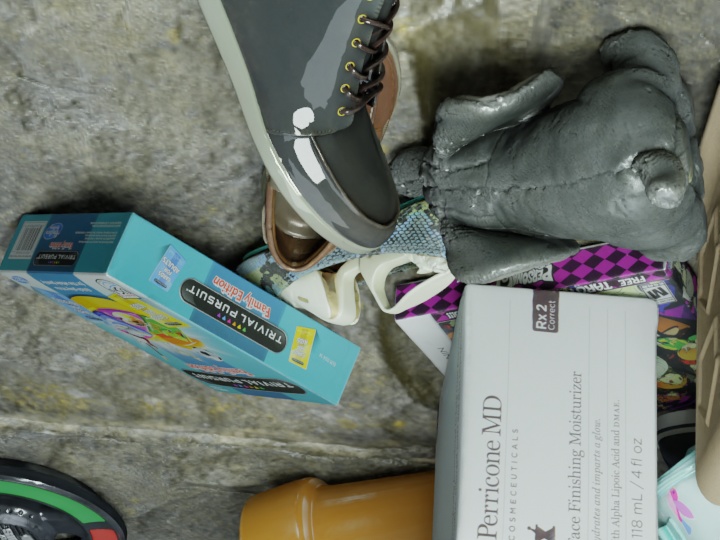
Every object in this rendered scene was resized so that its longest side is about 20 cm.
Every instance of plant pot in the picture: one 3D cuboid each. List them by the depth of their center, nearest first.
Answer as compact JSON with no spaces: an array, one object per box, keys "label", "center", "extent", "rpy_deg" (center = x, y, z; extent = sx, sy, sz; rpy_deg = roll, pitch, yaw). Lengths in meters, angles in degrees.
[{"label":"plant pot","center":[0.027,0.244,1.576],"extent":[0.183,0.201,0.200],"rpy_deg":[-22,140,12]}]

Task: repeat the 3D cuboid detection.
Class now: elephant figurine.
[{"label":"elephant figurine","center":[0.093,-0.052,1.138],"extent":[0.199,0.142,0.155],"rpy_deg":[-8,150,15]}]

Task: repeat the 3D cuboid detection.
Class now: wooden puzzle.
[{"label":"wooden puzzle","center":[0.225,0.016,1.150],"extent":[0.046,0.201,0.185],"rpy_deg":[0,155,1]}]

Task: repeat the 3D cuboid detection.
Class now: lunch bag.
[{"label":"lunch bag","center":[0.260,0.144,1.310],"extent":[0.160,0.077,0.200],"rpy_deg":[-25,162,-7]}]

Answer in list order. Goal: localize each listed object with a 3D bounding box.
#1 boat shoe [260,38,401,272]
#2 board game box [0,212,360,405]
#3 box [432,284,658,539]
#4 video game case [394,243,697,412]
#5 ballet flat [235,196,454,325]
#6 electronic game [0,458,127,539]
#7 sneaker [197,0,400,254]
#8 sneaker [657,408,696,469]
[{"label":"boat shoe","center":[-0.020,-0.071,1.191],"extent":[0.076,0.072,0.200],"rpy_deg":[8,144,-3]},{"label":"board game box","center":[-0.123,0.027,1.335],"extent":[0.200,0.047,0.151],"rpy_deg":[32,163,-32]},{"label":"box","center":[0.118,0.145,1.311],"extent":[0.130,0.199,0.200],"rpy_deg":[5,149,-1]},{"label":"video game case","center":[0.151,0.049,1.378],"extent":[0.200,0.036,0.181],"rpy_deg":[-11,144,25]},{"label":"ballet flat","center":[0.000,0.000,1.293],"extent":[0.200,0.074,0.074],"rpy_deg":[-19,139,36]},{"label":"electronic game","center":[-0.301,0.218,1.712],"extent":[0.199,0.042,0.200],"rpy_deg":[5,146,3]},{"label":"sneaker","center":[-0.007,-0.107,1.074],"extent":[0.106,0.075,0.200],"rpy_deg":[-19,108,29]},{"label":"sneaker","center":[0.283,0.164,1.465],"extent":[0.078,0.080,0.200],"rpy_deg":[-14,150,34]}]
